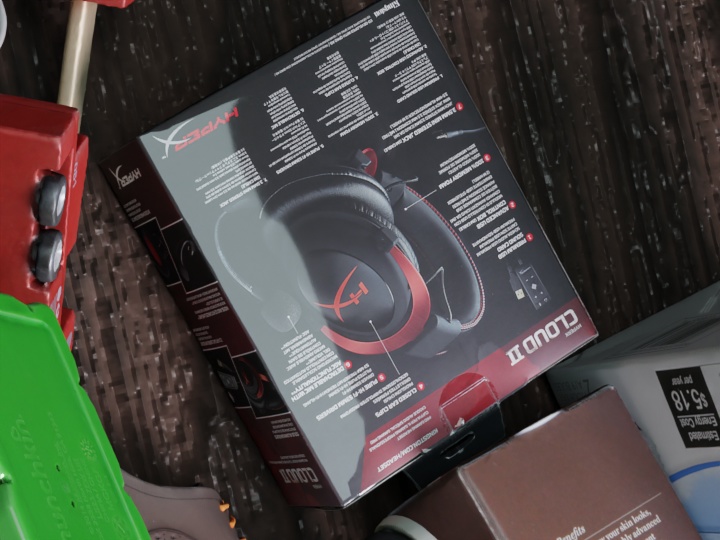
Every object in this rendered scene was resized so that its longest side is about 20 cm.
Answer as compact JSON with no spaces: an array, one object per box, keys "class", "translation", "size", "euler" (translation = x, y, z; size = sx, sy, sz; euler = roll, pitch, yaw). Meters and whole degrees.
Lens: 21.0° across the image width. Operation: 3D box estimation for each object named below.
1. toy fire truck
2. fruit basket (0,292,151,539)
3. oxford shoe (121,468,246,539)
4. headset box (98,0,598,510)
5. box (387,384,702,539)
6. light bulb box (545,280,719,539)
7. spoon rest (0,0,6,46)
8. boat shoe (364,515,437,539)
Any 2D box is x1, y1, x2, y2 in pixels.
[{"class":"toy fire truck","translation":[-0.132,-0.043,0.801],"size":[0.048,0.141,0.202],"euler":[10,119,2]},{"class":"fruit basket","translation":[-0.177,0.124,0.704],"size":[0.214,0.155,0.218],"euler":[-4,80,21]},{"class":"oxford shoe","translation":[-0.062,0.132,0.827],"size":[0.199,0.071,0.073],"euler":[32,69,-15]},{"class":"headset box","translation":[0.000,0.000,0.862],"size":[0.148,0.075,0.201],"euler":[-32,96,-21]},{"class":"box","translation":[0.108,0.163,0.839],"size":[0.100,0.075,0.201],"euler":[-22,80,-36]},{"class":"light bulb box","translation":[0.209,0.105,0.867],"size":[0.124,0.198,0.202],"euler":[-25,92,-21]},{"class":"spoon rest","translation":[-0.190,-0.077,0.764],"size":[0.099,0.061,0.201],"euler":[16,45,-21]},{"class":"boat shoe","translation":[0.038,0.202,0.807],"size":[0.060,0.074,0.202],"euler":[-26,99,-25]}]
